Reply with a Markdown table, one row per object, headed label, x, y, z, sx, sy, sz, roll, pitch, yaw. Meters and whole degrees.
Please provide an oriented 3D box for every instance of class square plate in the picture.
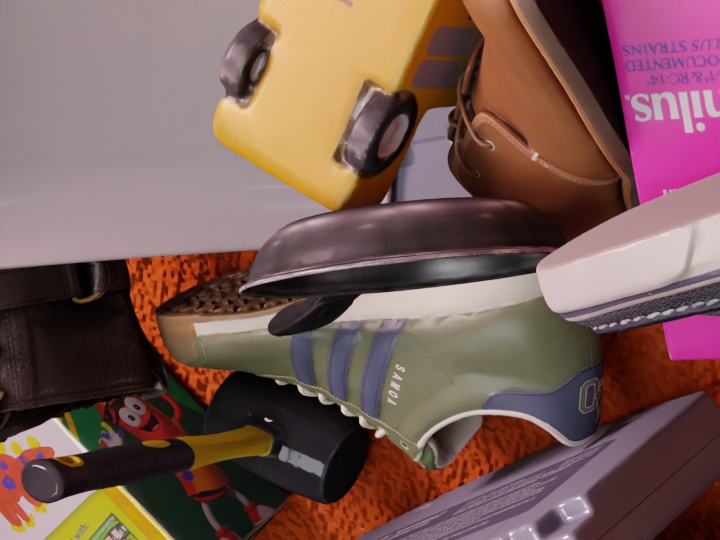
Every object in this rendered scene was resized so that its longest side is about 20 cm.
| label | x | y | z | sx | sy | sz | roll | pitch | yaw |
| --- | --- | --- | --- | --- | --- | --- | --- | --- | --- |
| square plate | -0.084 | -0.095 | 0.971 | 0.198 | 0.028 | 0.200 | -5 | 121 | -12 |

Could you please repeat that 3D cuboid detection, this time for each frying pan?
| label | x | y | z | sx | sy | sz | roll | pitch | yaw |
| --- | --- | --- | --- | --- | --- | --- | --- | --- | --- |
| frying pan | 0.017 | -0.002 | 0.943 | 0.115 | 0.190 | 0.031 | -6 | 86 | 2 |

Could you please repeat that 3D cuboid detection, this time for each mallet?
| label | x | y | z | sx | sy | sz | roll | pitch | yaw |
| --- | --- | --- | --- | --- | --- | --- | --- | --- | --- |
| mallet | -0.075 | 0.068 | 1.062 | 0.066 | 0.200 | 0.041 | 26 | 104 | 32 |

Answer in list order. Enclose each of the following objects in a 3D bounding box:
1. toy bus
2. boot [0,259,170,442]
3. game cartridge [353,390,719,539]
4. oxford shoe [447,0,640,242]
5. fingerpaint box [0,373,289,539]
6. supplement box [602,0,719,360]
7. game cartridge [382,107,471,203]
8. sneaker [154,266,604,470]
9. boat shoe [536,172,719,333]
| label | x | y | z | sx | sy | sz | roll | pitch | yaw |
| --- | --- | --- | --- | --- | --- | --- | --- | --- | --- |
| toy bus | 0.023 | -0.121 | 0.916 | 0.065 | 0.078 | 0.200 | 31 | 108 | 23 |
| boot | -0.155 | -0.019 | 1.047 | 0.069 | 0.200 | 0.174 | -14 | 82 | 43 |
| game cartridge | 0.045 | 0.108 | 1.032 | 0.200 | 0.133 | 0.041 | -27 | 97 | 42 |
| oxford shoe | 0.058 | -0.052 | 0.907 | 0.071 | 0.071 | 0.200 | -13 | 150 | 11 |
| fingerpaint box | -0.152 | 0.109 | 1.212 | 0.167 | 0.073 | 0.200 | 45 | 131 | 5 |
| supplement box | 0.143 | -0.081 | 0.874 | 0.101 | 0.103 | 0.200 | -3 | 114 | 25 |
| game cartridge | -0.012 | -0.104 | 1.023 | 0.133 | 0.040 | 0.200 | -6 | 111 | 41 |
| sneaker | 0.009 | 0.040 | 1.064 | 0.200 | 0.067 | 0.090 | -9 | 106 | 37 |
| boat shoe | 0.155 | 0.008 | 0.806 | 0.200 | 0.075 | 0.093 | -17 | 100 | 27 |
